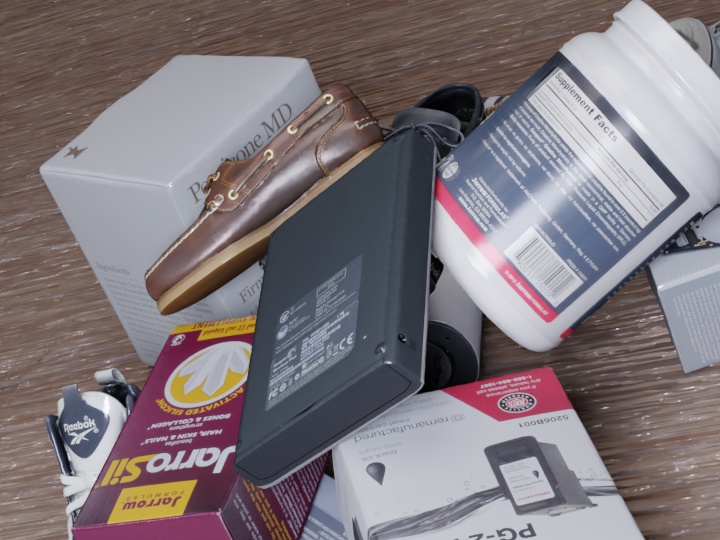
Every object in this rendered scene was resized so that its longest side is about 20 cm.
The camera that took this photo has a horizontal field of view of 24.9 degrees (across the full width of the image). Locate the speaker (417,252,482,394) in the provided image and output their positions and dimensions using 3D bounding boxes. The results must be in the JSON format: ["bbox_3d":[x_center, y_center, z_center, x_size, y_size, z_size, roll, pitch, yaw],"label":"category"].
[{"bbox_3d":[0.052,0.012,1.202,0.080,0.082,0.201,-15,32,16],"label":"speaker"}]

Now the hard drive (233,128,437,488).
[{"bbox_3d":[-0.014,0.019,0.996,0.139,0.033,0.201,-36,32,34],"label":"hard drive"}]

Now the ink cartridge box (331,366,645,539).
[{"bbox_3d":[0.074,0.155,0.912,0.144,0.084,0.201,-11,33,-9],"label":"ink cartridge box"}]

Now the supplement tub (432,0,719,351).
[{"bbox_3d":[0.142,-0.060,1.045,0.200,0.140,0.141,-42,29,8],"label":"supplement tub"}]

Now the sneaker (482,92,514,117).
[{"bbox_3d":[0.146,-0.125,1.366,0.108,0.071,0.199,-17,6,-28],"label":"sneaker"}]

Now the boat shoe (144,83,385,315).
[{"bbox_3d":[-0.072,-0.049,1.131,0.199,0.071,0.070,-36,-7,1],"label":"boat shoe"}]

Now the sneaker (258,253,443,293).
[{"bbox_3d":[0.000,0.000,1.129,0.088,0.076,0.200,-49,26,-7],"label":"sneaker"}]

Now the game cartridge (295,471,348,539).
[{"bbox_3d":[-0.043,0.192,1.031,0.133,0.042,0.199,-41,34,-19],"label":"game cartridge"}]

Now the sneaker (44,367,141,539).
[{"bbox_3d":[-0.179,0.147,1.104,0.079,0.130,0.200,-10,33,24],"label":"sneaker"}]

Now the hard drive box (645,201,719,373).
[{"bbox_3d":[0.288,-0.033,1.106,0.198,0.077,0.156,-20,31,8],"label":"hard drive box"}]

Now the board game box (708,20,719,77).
[{"bbox_3d":[0.337,-0.164,1.251,0.199,0.043,0.200,-30,22,33],"label":"board game box"}]

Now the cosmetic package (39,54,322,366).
[{"bbox_3d":[-0.108,-0.039,1.277,0.165,0.201,0.167,10,44,44],"label":"cosmetic package"}]

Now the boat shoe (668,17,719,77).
[{"bbox_3d":[0.216,-0.146,1.244,0.074,0.086,0.203,-10,38,39],"label":"boat shoe"}]

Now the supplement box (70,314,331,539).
[{"bbox_3d":[-0.091,0.122,1.055,0.109,0.086,0.201,-9,33,23],"label":"supplement box"}]

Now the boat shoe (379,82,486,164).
[{"bbox_3d":[0.043,-0.087,1.212,0.074,0.063,0.200,13,30,22],"label":"boat shoe"}]
